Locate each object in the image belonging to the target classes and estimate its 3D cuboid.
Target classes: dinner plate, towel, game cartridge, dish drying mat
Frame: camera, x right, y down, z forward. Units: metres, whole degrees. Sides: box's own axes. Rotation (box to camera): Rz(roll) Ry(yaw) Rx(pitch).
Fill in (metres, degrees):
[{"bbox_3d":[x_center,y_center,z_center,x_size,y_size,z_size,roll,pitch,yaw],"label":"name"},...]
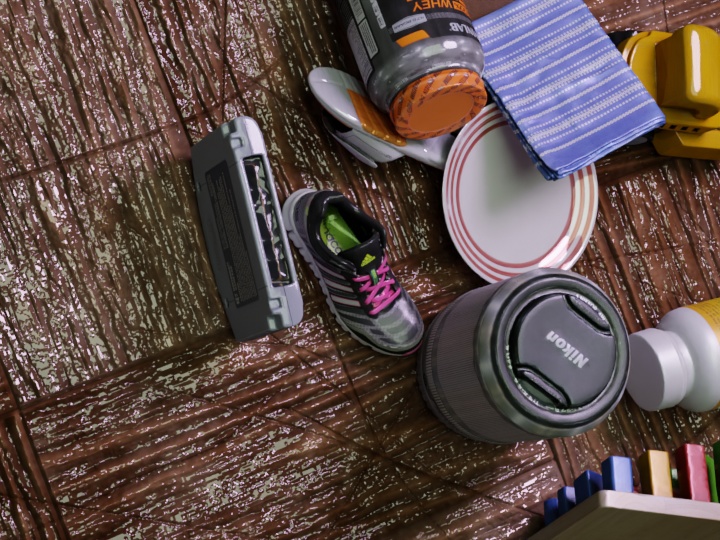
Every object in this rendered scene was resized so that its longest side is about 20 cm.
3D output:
[{"bbox_3d":[0.164,-0.080,1.693,0.200,0.024,0.201,-2,94,-30],"label":"dinner plate"},{"bbox_3d":[0.203,-0.198,1.662,0.145,0.024,0.200,-28,71,-12],"label":"towel"},{"bbox_3d":[-0.111,-0.036,1.547,0.041,0.133,0.200,-12,87,-21],"label":"game cartridge"},{"bbox_3d":[0.182,-0.133,1.732,0.077,0.018,0.200,46,70,-7],"label":"dish drying mat"}]

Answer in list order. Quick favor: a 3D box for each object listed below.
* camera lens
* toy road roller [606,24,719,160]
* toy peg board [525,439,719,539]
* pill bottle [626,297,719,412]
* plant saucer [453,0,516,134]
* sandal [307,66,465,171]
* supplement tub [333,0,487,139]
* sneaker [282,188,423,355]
[{"bbox_3d":[0.157,0.088,1.590,0.160,0.200,0.160,3,80,-20],"label":"camera lens"},{"bbox_3d":[0.355,-0.196,1.732,0.200,0.146,0.123,4,80,-24],"label":"toy road roller"},{"bbox_3d":[0.280,0.232,1.627,0.199,0.200,0.098,9,61,-18],"label":"toy peg board"},{"bbox_3d":[0.381,0.086,1.720,0.200,0.113,0.113,-13,86,-22],"label":"pill bottle"},{"bbox_3d":[0.134,-0.237,1.716,0.200,0.032,0.201,4,77,-16],"label":"plant saucer"},{"bbox_3d":[0.021,-0.133,1.648,0.206,0.059,0.079,26,35,-32],"label":"sandal"},{"bbox_3d":[0.049,-0.239,1.616,0.122,0.123,0.200,-11,65,-21],"label":"supplement tub"},{"bbox_3d":[0.000,0.000,1.607,0.074,0.087,0.200,-36,95,-21],"label":"sneaker"}]
